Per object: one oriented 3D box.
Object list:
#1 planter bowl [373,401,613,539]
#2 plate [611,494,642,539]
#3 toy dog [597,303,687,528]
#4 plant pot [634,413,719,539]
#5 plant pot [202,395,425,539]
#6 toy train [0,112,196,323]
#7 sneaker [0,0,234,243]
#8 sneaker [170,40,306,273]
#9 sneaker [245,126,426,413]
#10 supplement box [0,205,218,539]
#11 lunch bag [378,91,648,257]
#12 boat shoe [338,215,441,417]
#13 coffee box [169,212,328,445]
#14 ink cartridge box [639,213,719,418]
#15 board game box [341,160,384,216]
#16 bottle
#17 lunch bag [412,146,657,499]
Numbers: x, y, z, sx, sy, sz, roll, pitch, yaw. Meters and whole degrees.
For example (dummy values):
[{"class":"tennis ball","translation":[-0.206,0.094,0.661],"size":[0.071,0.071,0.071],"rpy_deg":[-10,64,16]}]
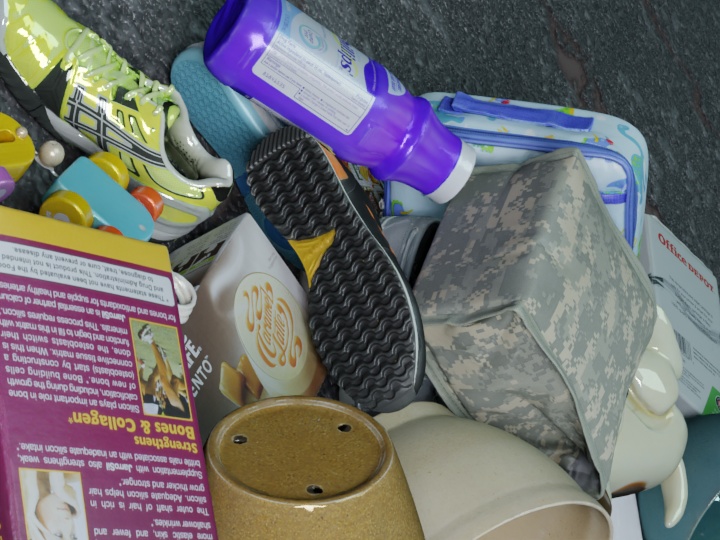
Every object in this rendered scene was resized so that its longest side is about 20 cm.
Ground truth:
[{"class":"planter bowl","translation":[0.046,0.173,1.070],"size":[0.200,0.200,0.135],"rpy_deg":[20,25,-50]},{"class":"plate","translation":[0.178,0.224,1.369],"size":[0.200,0.032,0.201],"rpy_deg":[31,45,-44]},{"class":"toy dog","translation":[0.162,0.144,1.269],"size":[0.200,0.139,0.195],"rpy_deg":[-39,108,-46]},{"class":"plant pot","translation":[0.325,0.208,1.488],"size":[0.200,0.200,0.135],"rpy_deg":[36,4,-40]},{"class":"plant pot","translation":[-0.035,0.173,0.841],"size":[0.187,0.185,0.201],"rpy_deg":[-55,152,-56]},{"class":"toy train","translation":[-0.193,-0.020,0.916],"size":[0.199,0.056,0.151],"rpy_deg":[17,41,-39]},{"class":"sneaker","translation":[-0.155,-0.110,1.038],"size":[0.200,0.076,0.076],"rpy_deg":[49,36,-24]},{"class":"sneaker","translation":[-0.036,-0.101,1.188],"size":[0.131,0.079,0.201],"rpy_deg":[-44,109,-39]},{"class":"sneaker","translation":[0.000,0.000,1.063],"size":[0.090,0.070,0.201],"rpy_deg":[17,43,-63]},{"class":"supplement box","translation":[-0.151,0.085,0.758],"size":[0.131,0.103,0.201],"rpy_deg":[17,55,-51]},{"class":"lunch bag","translation":[0.115,-0.051,1.250],"size":[0.083,0.199,0.161],"rpy_deg":[-62,158,-53]},{"class":"boat shoe","translation":[0.033,0.055,1.189],"size":[0.070,0.071,0.202],"rpy_deg":[15,72,-44]},{"class":"coffee box","translation":[-0.097,0.071,0.997],"size":[0.115,0.079,0.200],"rpy_deg":[55,31,-17]},{"class":"ink cartridge box","translation":[0.291,0.068,1.604],"size":[0.146,0.083,0.201],"rpy_deg":[38,41,-38]},{"class":"board game box","translation":[-0.034,-0.111,1.282],"size":[0.201,0.023,0.105],"rpy_deg":[57,34,-16]},{"class":"bottle","translation":[-0.011,-0.115,1.113],"size":[0.199,0.065,0.084],"rpy_deg":[32,22,-20]},{"class":"lunch bag","translation":[0.129,0.044,1.143],"size":[0.200,0.117,0.164],"rpy_deg":[55,42,-32]}]
